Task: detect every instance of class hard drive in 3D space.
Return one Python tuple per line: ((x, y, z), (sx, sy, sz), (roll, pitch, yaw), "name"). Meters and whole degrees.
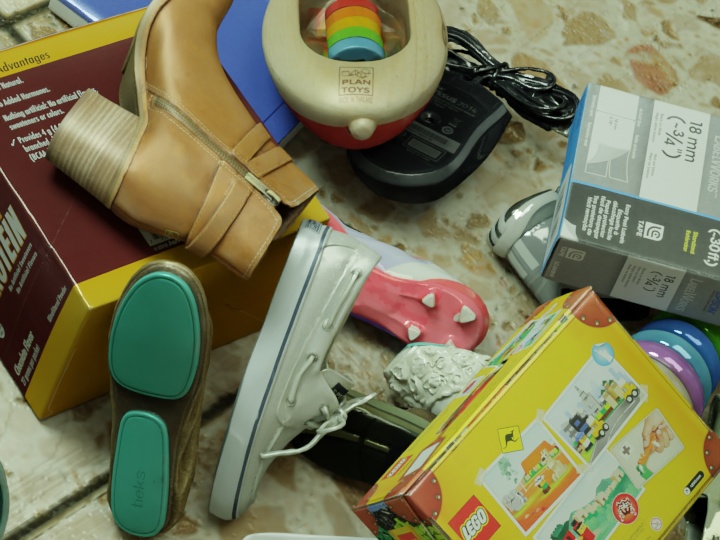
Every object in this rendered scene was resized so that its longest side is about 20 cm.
((-0.116, -0.176, 1.745), (0.200, 0.025, 0.132), (37, 49, 5), "hard drive")

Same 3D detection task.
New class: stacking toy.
((0.243, 0.055, 1.703), (0.085, 0.085, 0.200), (41, 44, 9), "stacking toy")

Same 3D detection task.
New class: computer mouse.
((0.062, -0.101, 1.748), (0.138, 0.053, 0.200), (32, 45, 20), "computer mouse")

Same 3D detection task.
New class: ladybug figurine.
((-0.004, -0.154, 1.698), (0.135, 0.072, 0.200), (2, 41, 0), "ladybug figurine")

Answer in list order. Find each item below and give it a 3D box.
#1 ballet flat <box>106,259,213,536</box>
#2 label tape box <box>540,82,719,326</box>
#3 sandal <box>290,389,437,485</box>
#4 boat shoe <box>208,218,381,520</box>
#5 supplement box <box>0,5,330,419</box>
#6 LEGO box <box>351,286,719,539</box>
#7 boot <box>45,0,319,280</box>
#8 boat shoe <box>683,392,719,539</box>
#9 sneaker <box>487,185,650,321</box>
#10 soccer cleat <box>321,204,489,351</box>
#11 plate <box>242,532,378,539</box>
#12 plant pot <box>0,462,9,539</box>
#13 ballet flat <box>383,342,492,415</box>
((-0.120, 0.072, 1.460), (0.068, 0.201, 0.072), (13, 28, 15), "ballet flat")
((0.242, -0.041, 1.680), (0.199, 0.063, 0.145), (15, 56, -2), "label tape box")
((0.042, 0.123, 1.561), (0.201, 0.080, 0.057), (32, 35, 1), "sandal")
((-0.032, 0.074, 1.501), (0.086, 0.075, 0.203), (20, 93, -1), "boat shoe")
((-0.169, -0.045, 1.551), (0.197, 0.133, 0.200), (-22, 67, -35), "supplement box")
((0.118, 0.134, 1.486), (0.149, 0.077, 0.200), (49, 63, -7), "LEGO box")
((-0.090, -0.095, 1.492), (0.154, 0.074, 0.200), (32, 61, 1), "boot")
((0.256, 0.160, 1.630), (0.062, 0.072, 0.201), (12, 52, -9), "boat shoe")
((0.200, -0.020, 1.747), (0.200, 0.075, 0.116), (-24, 72, -25), "sneaker")
((0.000, 0.000, 1.647), (0.199, 0.067, 0.076), (28, 11, 1), "soccer cleat")
((0.025, 0.263, 1.474), (0.199, 0.032, 0.201), (4, 54, -20), "plate")
((-0.316, 0.078, 1.365), (0.199, 0.200, 0.188), (5, 39, -21), "plant pot")
((0.110, 0.108, 1.599), (0.199, 0.072, 0.072), (20, 50, -8), "ballet flat")
